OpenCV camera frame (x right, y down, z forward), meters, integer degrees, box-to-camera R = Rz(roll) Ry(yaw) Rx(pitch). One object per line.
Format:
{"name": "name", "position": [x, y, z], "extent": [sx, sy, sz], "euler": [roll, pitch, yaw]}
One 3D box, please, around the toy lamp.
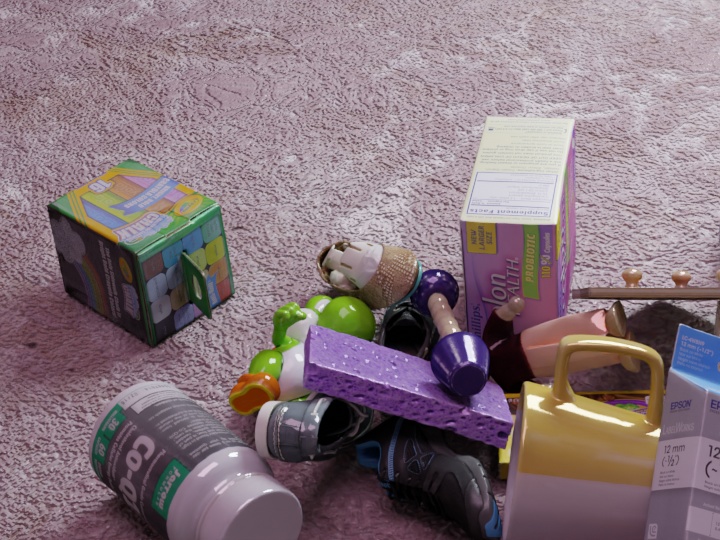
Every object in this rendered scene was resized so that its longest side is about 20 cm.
{"name": "toy lamp", "position": [0.086, 0.062, 1.629], "extent": [0.058, 0.058, 0.200], "euler": [-7, 22, -3]}

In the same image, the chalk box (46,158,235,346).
{"name": "chalk box", "position": [-0.220, -0.015, 1.831], "extent": [0.200, 0.125, 0.124], "euler": [27, 47, 35]}

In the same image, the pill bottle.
{"name": "pill bottle", "position": [-0.149, 0.191, 1.543], "extent": [0.113, 0.114, 0.200], "euler": [-29, 41, -29]}

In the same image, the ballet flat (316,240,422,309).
{"name": "ballet flat", "position": [0.000, 0.000, 1.766], "extent": [0.071, 0.065, 0.200], "euler": [-65, 18, -10]}

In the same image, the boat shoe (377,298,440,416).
{"name": "boat shoe", "position": [0.051, 0.066, 1.740], "extent": [0.068, 0.057, 0.200], "euler": [0, 36, 8]}

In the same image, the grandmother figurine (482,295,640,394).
{"name": "grandmother figurine", "position": [0.163, 0.081, 1.660], "extent": [0.199, 0.122, 0.061], "euler": [-17, 12, 23]}

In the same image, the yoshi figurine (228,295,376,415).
{"name": "yoshi figurine", "position": [-0.045, 0.084, 1.697], "extent": [0.112, 0.113, 0.200], "euler": [20, 38, 7]}

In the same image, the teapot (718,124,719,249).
{"name": "teapot", "position": [0.473, -0.063, 1.791], "extent": [0.199, 0.147, 0.198], "euler": [4, 37, 11]}

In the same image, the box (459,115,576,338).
{"name": "box", "position": [0.167, -0.034, 1.761], "extent": [0.096, 0.177, 0.200], "euler": [3, 36, 12]}

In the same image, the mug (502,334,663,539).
{"name": "mug", "position": [0.209, 0.169, 1.483], "extent": [0.152, 0.187, 0.150], "euler": [8, 48, 4]}

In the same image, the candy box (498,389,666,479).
{"name": "candy box", "position": [0.230, 0.155, 1.621], "extent": [0.199, 0.027, 0.102], "euler": [-2, 38, 5]}

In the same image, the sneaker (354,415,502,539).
{"name": "sneaker", "position": [0.063, 0.196, 1.554], "extent": [0.082, 0.074, 0.200], "euler": [-21, 28, -16]}

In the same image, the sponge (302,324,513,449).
{"name": "sponge", "position": [0.042, 0.107, 1.596], "extent": [0.199, 0.030, 0.112], "euler": [18, 15, -8]}

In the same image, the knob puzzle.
{"name": "knob puzzle", "position": [0.310, 0.014, 1.704], "extent": [0.218, 0.031, 0.220], "euler": [0, -2, 0]}

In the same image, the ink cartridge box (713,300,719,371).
{"name": "ink cartridge box", "position": [0.408, 0.118, 1.599], "extent": [0.146, 0.083, 0.200], "euler": [1, 36, 8]}

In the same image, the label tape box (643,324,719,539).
{"name": "label tape box", "position": [0.326, 0.155, 1.438], "extent": [0.143, 0.201, 0.066], "euler": [18, -15, -21]}

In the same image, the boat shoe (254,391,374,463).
{"name": "boat shoe", "position": [-0.026, 0.144, 1.576], "extent": [0.062, 0.073, 0.200], "euler": [2, 1, 25]}
